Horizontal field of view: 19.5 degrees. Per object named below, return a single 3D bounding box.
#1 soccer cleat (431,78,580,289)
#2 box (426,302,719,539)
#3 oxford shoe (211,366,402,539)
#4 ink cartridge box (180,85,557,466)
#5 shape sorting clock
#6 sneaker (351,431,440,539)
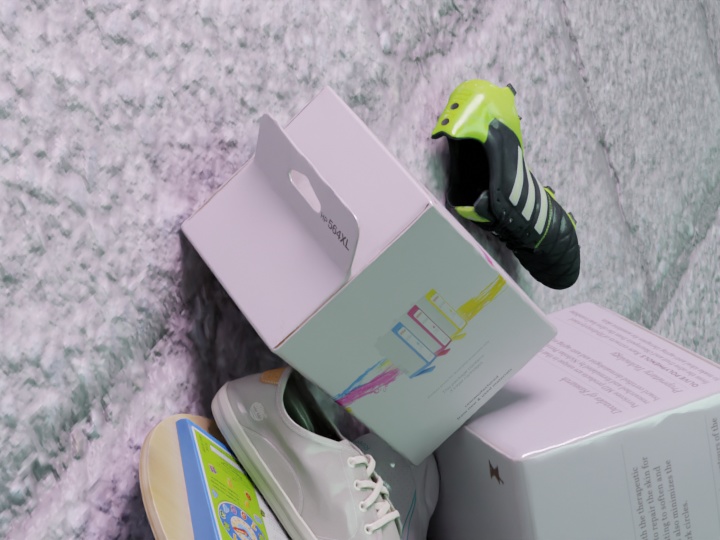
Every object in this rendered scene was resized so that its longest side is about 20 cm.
[{"bbox_3d":[0.106,-0.052,1.578,0.081,0.067,0.200,-50,129,-30],"label":"soccer cleat"},{"bbox_3d":[0.141,0.156,1.371,0.171,0.200,0.199,-17,111,-21],"label":"box"},{"bbox_3d":[-0.009,0.137,1.209,0.200,0.058,0.075,54,12,6],"label":"oxford shoe"},{"bbox_3d":[0.000,0.000,1.251,0.129,0.125,0.200,49,5,41],"label":"ink cartridge box"},{"bbox_3d":[-0.056,0.168,1.180,0.200,0.039,0.200,47,15,-16],"label":"shape sorting clock"},{"bbox_3d":[0.014,0.199,1.357,0.080,0.070,0.201,-25,110,-37],"label":"sneaker"}]
